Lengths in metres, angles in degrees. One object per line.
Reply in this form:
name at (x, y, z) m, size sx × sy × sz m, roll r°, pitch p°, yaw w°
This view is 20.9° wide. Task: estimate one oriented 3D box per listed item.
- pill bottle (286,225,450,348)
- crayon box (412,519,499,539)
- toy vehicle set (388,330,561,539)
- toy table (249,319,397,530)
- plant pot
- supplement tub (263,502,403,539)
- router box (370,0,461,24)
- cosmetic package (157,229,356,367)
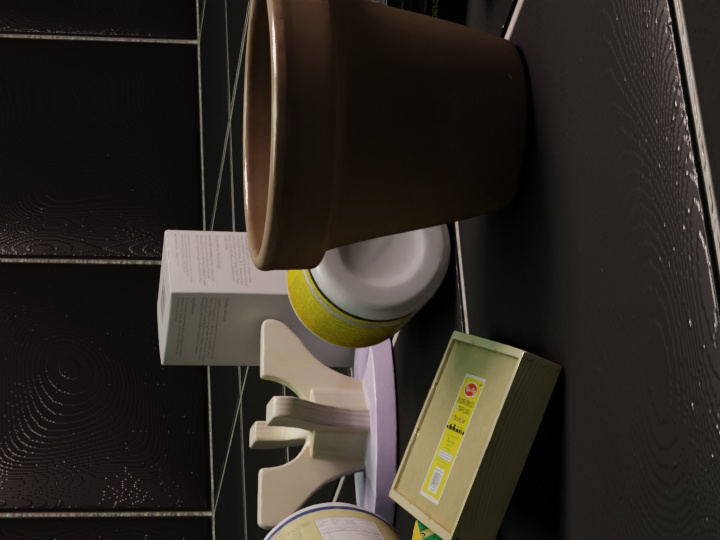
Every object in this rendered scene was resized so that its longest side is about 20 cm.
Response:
pill bottle at (0.000, 0.000, 1.563) m, size 0.200 × 0.111 × 0.114 m, roll 127°, pitch 142°, yaw -74°
crayon box at (0.062, 0.284, 1.330) m, size 0.119 × 0.058 × 0.202 m, roll -104°, pitch 17°, yaw -58°
toy vehicle set at (0.070, 0.107, 1.259) m, size 0.200 × 0.026 × 0.125 m, roll -167°, pitch 99°, yaw -80°
toy table at (-0.033, 0.142, 1.750) m, size 0.184 × 0.116 × 0.202 m, roll 111°, pitch 159°, yaw -64°
plant pot at (0.015, -0.098, 1.294) m, size 0.200 × 0.173 × 0.202 m, roll -179°, pitch 90°, yaw -80°
supplement tub at (-0.011, 0.274, 1.512) m, size 0.200 × 0.143 × 0.146 m, roll -134°, pitch 46°, yaw -77°
router box at (0.035, -0.196, 1.520) m, size 0.150 × 0.062 × 0.202 m, roll -120°, pitch 31°, yaw -70°
cosmetic package at (-0.086, 0.029, 1.821) m, size 0.108 × 0.198 × 0.085 m, roll 104°, pitch 162°, yaw -45°
